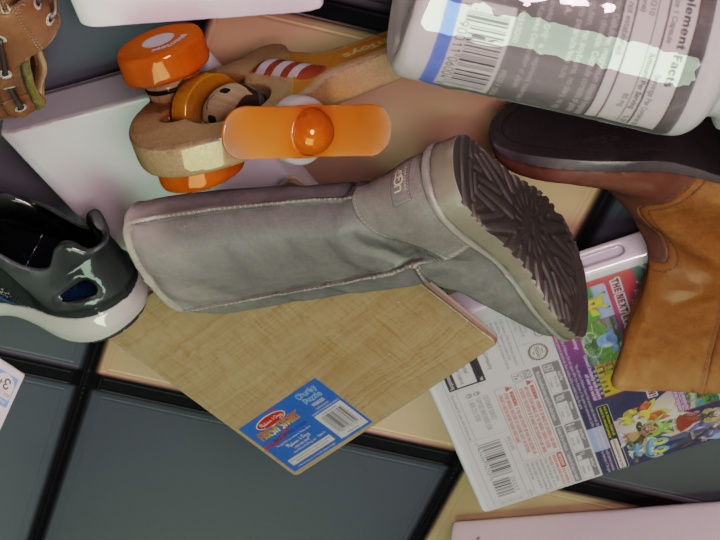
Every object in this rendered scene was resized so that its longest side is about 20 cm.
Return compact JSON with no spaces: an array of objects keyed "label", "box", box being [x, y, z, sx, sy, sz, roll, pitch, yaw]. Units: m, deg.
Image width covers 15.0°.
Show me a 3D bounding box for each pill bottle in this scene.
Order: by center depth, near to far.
[{"label":"pill bottle","box":[0.122,-0.129,1.337,0.200,0.114,0.114,12,144,-8]}]

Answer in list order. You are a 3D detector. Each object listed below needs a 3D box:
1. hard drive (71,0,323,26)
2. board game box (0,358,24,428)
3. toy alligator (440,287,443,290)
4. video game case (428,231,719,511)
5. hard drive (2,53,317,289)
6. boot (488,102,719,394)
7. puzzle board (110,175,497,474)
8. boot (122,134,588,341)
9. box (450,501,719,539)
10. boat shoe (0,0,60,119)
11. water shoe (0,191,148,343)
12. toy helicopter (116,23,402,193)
[{"label":"hard drive","box":[-0.103,-0.199,1.351,0.132,0.026,0.200,-3,143,13]},{"label":"board game box","box":[-0.312,0.081,1.647,0.105,0.103,0.200,36,158,-35]},{"label":"toy alligator","box":[0.042,-0.024,1.550,0.059,0.054,0.200,-4,156,-16]},{"label":"video game case","box":[0.134,0.058,1.630,0.182,0.023,0.200,-18,140,5]},{"label":"hard drive","box":[-0.093,-0.041,1.553,0.132,0.026,0.200,-13,139,25]},{"label":"boot","box":[0.158,-0.013,1.519,0.188,0.068,0.200,-3,136,-8]},{"label":"puzzle board","box":[-0.037,0.034,1.572,0.151,0.017,0.200,37,137,-16]},{"label":"boot","box":[0.001,-0.001,1.457,0.200,0.073,0.182,-18,138,27]},{"label":"box","box":[0.167,0.281,1.819,0.199,0.200,0.171,-6,140,18]},{"label":"boat shoe","box":[-0.187,-0.146,1.410,0.068,0.072,0.200,6,154,-6]},{"label":"water shoe","box":[-0.206,-0.016,1.563,0.200,0.072,0.079,9,133,34]},{"label":"toy helicopter","box":[-0.020,-0.094,1.392,0.200,0.132,0.079,-21,113,-8]}]
